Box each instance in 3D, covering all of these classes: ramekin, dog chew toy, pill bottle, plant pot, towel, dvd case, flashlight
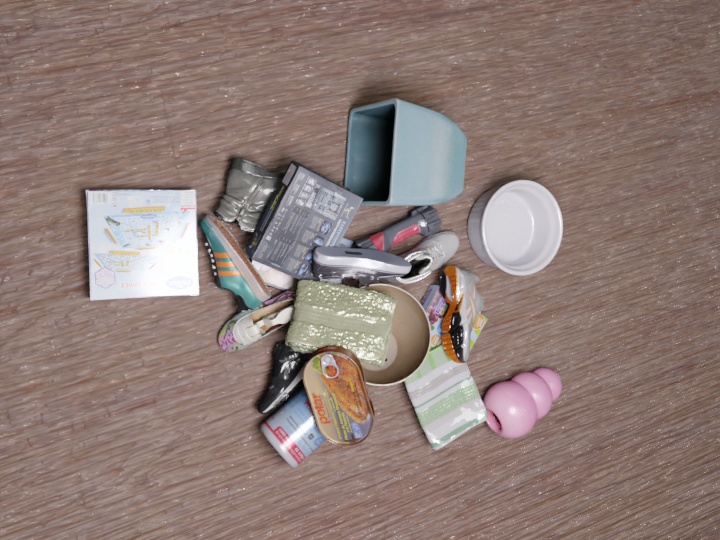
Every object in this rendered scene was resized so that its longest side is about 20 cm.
[{"bbox_3d":[0.330,-0.093,1.638,0.198,0.098,0.203,-1,94,-21],"label":"ramekin"},{"bbox_3d":[0.366,0.284,1.670,0.199,0.124,0.126,-28,103,-25],"label":"dog chew toy"},{"bbox_3d":[-0.095,0.287,1.503,0.200,0.109,0.109,-41,106,-13],"label":"pill bottle"},{"bbox_3d":[0.034,0.144,1.513,0.198,0.135,0.203,1,71,-4],"label":"plant pot"},{"bbox_3d":[0.178,0.260,1.589,0.148,0.031,0.202,-28,104,-17],"label":"towel"},{"bbox_3d":[-0.120,-0.022,1.520,0.198,0.018,0.144,19,86,-20],"label":"dvd case"},{"bbox_3d":[0.080,-0.066,1.561,0.199,0.068,0.068,-25,140,-23],"label":"flashlight"},{"bbox_3d":[0.101,-0.220,1.502,0.198,0.195,0.199,3,93,-28],"label":"plant pot"},{"bbox_3d":[-0.036,0.095,1.435,0.198,0.037,0.150,11,70,0],"label":"towel"}]

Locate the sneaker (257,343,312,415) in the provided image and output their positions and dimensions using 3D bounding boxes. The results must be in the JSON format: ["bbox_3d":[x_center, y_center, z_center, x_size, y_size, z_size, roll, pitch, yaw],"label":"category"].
[{"bbox_3d":[-0.149,0.194,1.509,0.087,0.076,0.200,41,83,7],"label":"sneaker"}]

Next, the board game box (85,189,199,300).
[{"bbox_3d":[-0.405,-0.050,1.402,0.198,0.041,0.202,-1,94,-20],"label":"board game box"}]

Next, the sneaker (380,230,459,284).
[{"bbox_3d":[0.142,-0.023,1.565,0.199,0.115,0.074,-28,101,-17],"label":"sneaker"}]

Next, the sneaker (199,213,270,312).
[{"bbox_3d":[-0.258,-0.010,1.442,0.080,0.071,0.201,-34,93,6],"label":"sneaker"}]

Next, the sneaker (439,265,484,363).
[{"bbox_3d":[0.222,0.092,1.565,0.091,0.075,0.203,5,80,-31],"label":"sneaker"}]

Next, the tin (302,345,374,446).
[{"bbox_3d":[-0.040,0.235,1.412,0.111,0.042,0.202,-13,109,6],"label":"tin"}]

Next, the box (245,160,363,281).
[{"bbox_3d":[-0.107,-0.087,1.444,0.157,0.051,0.201,23,101,-33],"label":"box"}]

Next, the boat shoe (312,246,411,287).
[{"bbox_3d":[0.000,0.000,1.462,0.198,0.070,0.067,4,114,-21],"label":"boat shoe"}]

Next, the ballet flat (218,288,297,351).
[{"bbox_3d":[-0.186,0.098,1.467,0.199,0.071,0.070,-28,107,-10],"label":"ballet flat"}]

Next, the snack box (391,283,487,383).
[{"bbox_3d":[0.165,0.152,1.618,0.142,0.053,0.201,33,83,-21],"label":"snack box"}]

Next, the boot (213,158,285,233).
[{"bbox_3d":[-0.178,-0.128,1.465,0.198,0.068,0.132,15,84,-12],"label":"boot"}]
